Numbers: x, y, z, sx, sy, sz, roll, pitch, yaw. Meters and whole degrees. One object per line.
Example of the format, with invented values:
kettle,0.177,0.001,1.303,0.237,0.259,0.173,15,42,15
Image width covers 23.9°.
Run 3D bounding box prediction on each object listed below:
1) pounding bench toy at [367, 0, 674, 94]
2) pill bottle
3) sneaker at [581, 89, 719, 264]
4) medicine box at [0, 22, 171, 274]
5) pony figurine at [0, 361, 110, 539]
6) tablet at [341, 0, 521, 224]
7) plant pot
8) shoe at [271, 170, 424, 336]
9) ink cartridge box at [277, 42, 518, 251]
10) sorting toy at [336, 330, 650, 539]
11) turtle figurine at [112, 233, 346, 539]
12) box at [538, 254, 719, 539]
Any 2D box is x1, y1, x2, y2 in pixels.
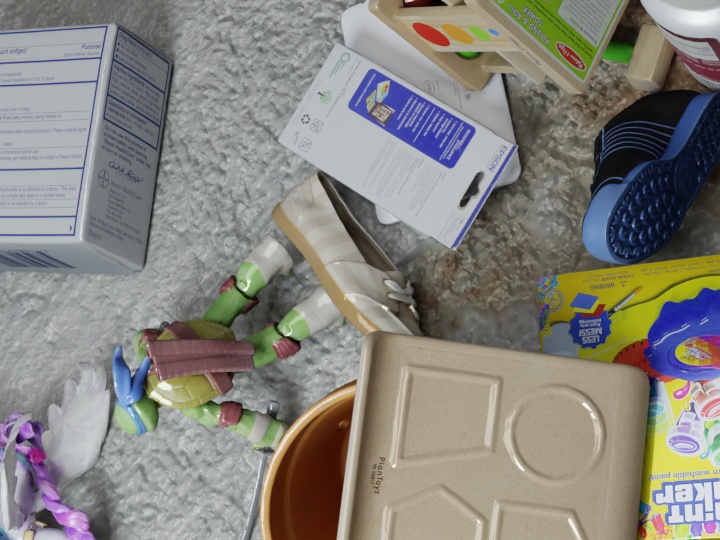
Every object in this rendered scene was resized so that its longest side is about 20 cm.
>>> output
pounding bench toy,0.133,-0.203,1.328,0.156,0.199,0.125,9,68,56
pill bottle,0.261,-0.205,1.216,0.113,0.200,0.115,-7,72,23
sneaker,0.199,-0.069,1.242,0.077,0.071,0.200,4,33,37
medicine box,-0.278,-0.107,1.506,0.181,0.103,0.202,1,76,26
pony figurine,-0.288,0.182,1.418,0.198,0.166,0.195,8,111,22
tablet,0.055,-0.147,1.407,0.129,0.014,0.202,-18,68,21
plant pot,0.038,0.159,1.229,0.198,0.140,0.202,2,101,9
shoe,0.000,0.000,1.359,0.053,0.070,0.200,-45,62,11
ink cartridge box,0.034,-0.098,1.375,0.199,0.039,0.100,34,93,31
sorting toy,0.086,0.144,1.115,0.198,0.036,0.187,9,79,-6
turtle figurine,-0.110,0.080,1.388,0.194,0.201,0.144,-41,37,-12
box,0.239,0.098,1.187,0.198,0.122,0.194,-8,73,24
